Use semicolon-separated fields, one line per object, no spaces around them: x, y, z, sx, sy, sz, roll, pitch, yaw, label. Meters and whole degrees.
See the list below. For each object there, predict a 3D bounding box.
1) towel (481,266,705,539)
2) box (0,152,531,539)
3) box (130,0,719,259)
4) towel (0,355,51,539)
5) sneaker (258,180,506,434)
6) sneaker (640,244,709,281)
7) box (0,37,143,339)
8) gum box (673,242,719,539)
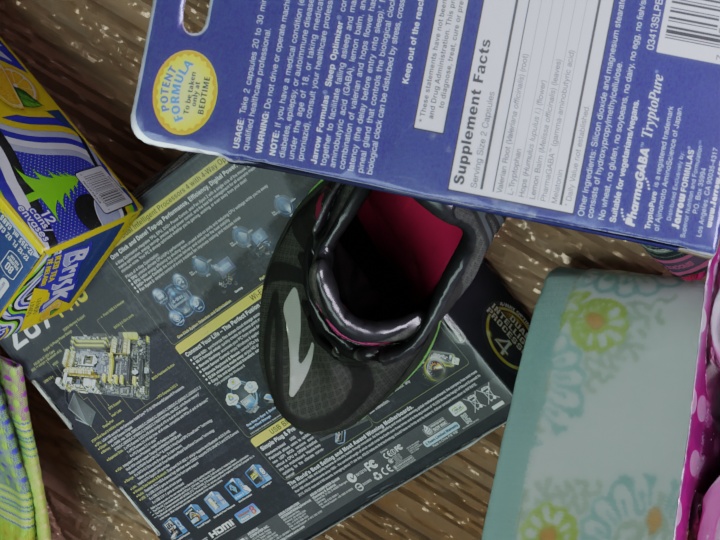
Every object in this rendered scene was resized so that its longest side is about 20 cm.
0.130;0.103;1.092;0.170;0.201;0.048;8;166;21;towel
-0.041;0.029;1.205;0.161;0.049;0.200;49;128;-8;box
0.031;-0.083;0.974;0.199;0.032;0.122;11;92;2;box
-0.221;0.073;1.317;0.199;0.023;0.144;18;129;33;towel
0.000;0.000;1.076;0.077;0.084;0.200;36;140;6;sneaker
0.181;-0.040;1.034;0.199;0.081;0.075;-1;136;35;sneaker
-0.182;-0.069;1.182;0.200;0.064;0.070;50;129;12;box
0.159;0.098;0.988;0.066;0.201;0.113;-1;162;35;gum box
